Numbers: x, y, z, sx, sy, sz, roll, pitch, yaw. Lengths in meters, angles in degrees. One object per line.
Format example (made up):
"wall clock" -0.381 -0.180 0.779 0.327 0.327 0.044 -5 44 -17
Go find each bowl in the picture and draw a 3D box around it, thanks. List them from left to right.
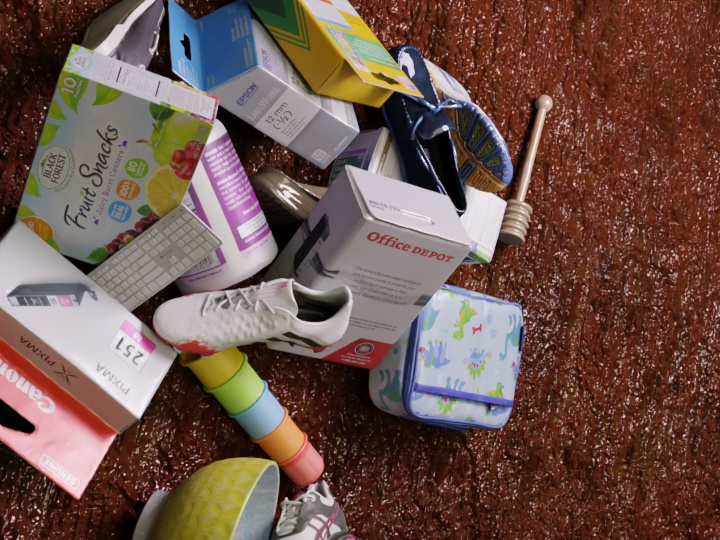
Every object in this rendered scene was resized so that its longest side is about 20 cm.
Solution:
"bowl" -0.162 0.270 1.315 0.107 0.200 0.202 16 74 10

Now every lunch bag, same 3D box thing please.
"lunch bag" 0.102 0.101 1.530 0.199 0.082 0.162 17 82 -45

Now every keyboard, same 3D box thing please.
"keyboard" -0.218 0.007 1.268 0.056 0.199 0.011 46 27 -20

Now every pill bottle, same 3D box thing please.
"pill bottle" -0.170 -0.085 1.341 0.112 0.112 0.201 -32 106 -33

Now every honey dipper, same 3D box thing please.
"honey dipper" 0.210 -0.129 1.669 0.038 0.038 0.201 29 68 -31

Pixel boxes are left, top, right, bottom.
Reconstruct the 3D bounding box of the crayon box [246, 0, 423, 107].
"crayon box" -0.034 -0.242 1.398 0.200 0.052 0.125 54 25 22

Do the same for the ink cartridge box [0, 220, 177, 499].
"ink cartridge box" -0.283 0.078 1.210 0.200 0.043 0.174 42 41 -15

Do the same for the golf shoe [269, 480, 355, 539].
"golf shoe" -0.070 0.278 1.385 0.200 0.077 0.089 -1 76 -72

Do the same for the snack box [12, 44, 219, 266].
"snack box" -0.229 -0.094 1.231 0.141 0.201 0.053 19 37 -12

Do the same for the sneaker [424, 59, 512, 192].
"sneaker" 0.114 -0.175 1.529 0.200 0.075 0.088 52 28 13

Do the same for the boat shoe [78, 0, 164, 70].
"boat shoe" -0.226 -0.218 1.292 0.061 0.073 0.200 59 18 -23

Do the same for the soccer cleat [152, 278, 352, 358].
"soccer cleat" -0.101 0.040 1.297 0.198 0.085 0.069 4 54 -24

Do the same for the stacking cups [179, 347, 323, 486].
"stacking cups" -0.110 0.146 1.412 0.061 0.060 0.200 -51 120 -27

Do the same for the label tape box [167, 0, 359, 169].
"label tape box" -0.102 -0.211 1.382 0.199 0.066 0.144 32 28 -32

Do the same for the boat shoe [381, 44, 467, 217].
"boat shoe" 0.081 -0.151 1.456 0.084 0.068 0.201 -25 100 -36

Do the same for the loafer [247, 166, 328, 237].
"loafer" -0.048 -0.064 1.456 0.200 0.076 0.068 35 67 -40

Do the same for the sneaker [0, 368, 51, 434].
"sneaker" -0.310 0.119 1.270 0.199 0.072 0.083 9 116 -39

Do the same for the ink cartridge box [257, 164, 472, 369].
"ink cartridge box" 0.000 0.000 1.404 0.143 0.200 0.084 14 39 -35

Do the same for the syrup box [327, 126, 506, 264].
"syrup box" 0.065 -0.082 1.532 0.199 0.078 0.082 27 72 -32
